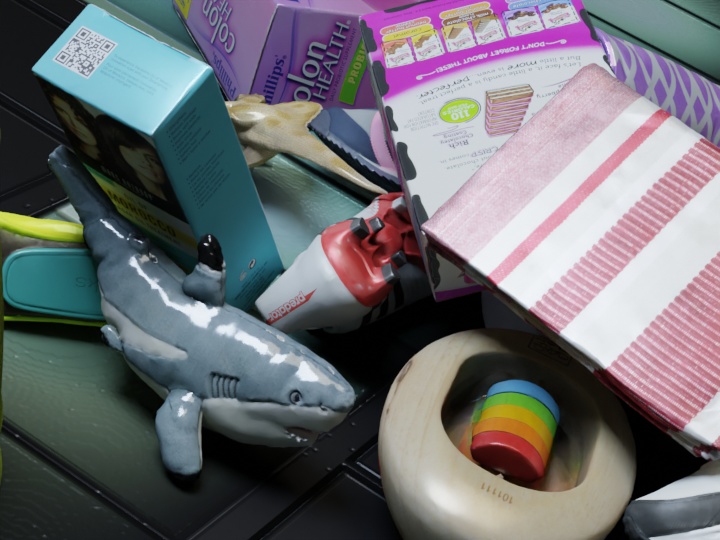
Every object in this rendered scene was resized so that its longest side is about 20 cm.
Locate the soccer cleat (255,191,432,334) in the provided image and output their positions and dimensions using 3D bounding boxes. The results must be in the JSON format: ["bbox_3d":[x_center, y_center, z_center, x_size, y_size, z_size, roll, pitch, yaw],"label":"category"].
[{"bbox_3d":[0.000,0.000,1.037,0.069,0.085,0.200,59,18,2],"label":"soccer cleat"}]

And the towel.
[{"bbox_3d":[0.150,-0.009,0.903,0.200,0.023,0.144,39,72,23],"label":"towel"}]

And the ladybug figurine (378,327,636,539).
[{"bbox_3d":[0.073,0.100,0.912,0.136,0.072,0.200,25,31,7],"label":"ladybug figurine"}]

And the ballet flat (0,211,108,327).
[{"bbox_3d":[-0.205,-0.005,0.940,0.200,0.067,0.067,9,11,-24],"label":"ballet flat"}]

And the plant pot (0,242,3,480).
[{"bbox_3d":[-0.240,0.004,0.764,0.200,0.193,0.200,15,31,-9],"label":"plant pot"}]

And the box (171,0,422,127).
[{"bbox_3d":[-0.014,-0.188,1.293,0.200,0.097,0.176,2,36,-27],"label":"box"}]

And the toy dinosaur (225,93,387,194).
[{"bbox_3d":[-0.066,-0.088,1.103,0.101,0.058,0.200,-19,25,-20],"label":"toy dinosaur"}]

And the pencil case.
[{"bbox_3d":[0.202,-0.117,1.277,0.200,0.085,0.084,16,61,-44],"label":"pencil case"}]

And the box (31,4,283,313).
[{"bbox_3d":[-0.103,-0.050,0.931,0.082,0.200,0.049,29,69,23],"label":"box"}]

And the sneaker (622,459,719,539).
[{"bbox_3d":[0.220,0.090,0.888,0.200,0.074,0.080,-18,87,-15],"label":"sneaker"}]

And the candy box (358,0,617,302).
[{"bbox_3d":[0.084,-0.085,1.025,0.136,0.061,0.200,-13,46,0],"label":"candy box"}]

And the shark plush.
[{"bbox_3d":[-0.085,0.013,0.903,0.091,0.083,0.200,-14,65,-49],"label":"shark plush"}]

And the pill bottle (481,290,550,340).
[{"bbox_3d":[0.180,0.017,1.066,0.200,0.112,0.112,5,34,-24],"label":"pill bottle"}]

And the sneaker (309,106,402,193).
[{"bbox_3d":[0.049,-0.083,1.138,0.200,0.082,0.070,29,-6,44],"label":"sneaker"}]
